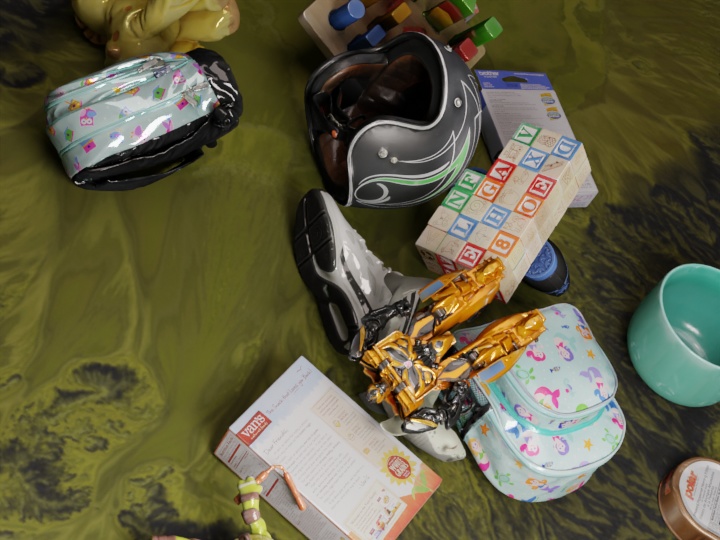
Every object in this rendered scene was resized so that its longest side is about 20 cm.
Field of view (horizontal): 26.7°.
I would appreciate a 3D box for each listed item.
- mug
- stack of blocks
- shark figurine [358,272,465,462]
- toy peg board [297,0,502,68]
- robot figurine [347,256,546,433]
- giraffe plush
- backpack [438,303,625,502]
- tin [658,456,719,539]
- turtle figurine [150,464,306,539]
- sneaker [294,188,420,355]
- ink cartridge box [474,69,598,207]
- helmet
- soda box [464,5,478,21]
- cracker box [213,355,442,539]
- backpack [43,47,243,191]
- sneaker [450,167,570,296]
[{"bbox_3d":[0.409,0.092,1.811,0.184,0.115,0.153,26,48,-7],"label":"mug"},{"bbox_3d":[0.168,-0.074,1.773,0.115,0.059,0.201,24,70,32],"label":"stack of blocks"},{"bbox_3d":[0.031,0.106,1.606,0.128,0.089,0.216,-6,80,-43],"label":"shark figurine"},{"bbox_3d":[0.063,-0.305,1.882,0.200,0.098,0.199,51,59,-12],"label":"toy peg board"},{"bbox_3d":[0.086,0.074,1.545,0.199,0.058,0.145,-33,77,-25],"label":"robot figurine"},{"bbox_3d":[-0.266,-0.307,1.777,0.200,0.173,0.162,-42,66,-6],"label":"giraffe plush"},{"bbox_3d":[0.192,0.143,1.654,0.176,0.151,0.201,-11,66,-33],"label":"backpack"},{"bbox_3d":[0.434,0.289,1.729,0.199,0.042,0.112,31,44,-2],"label":"tin"},{"bbox_3d":[-0.114,0.290,1.433,0.160,0.064,0.202,-6,81,-17],"label":"turtle figurine"},{"bbox_3d":[0.000,0.000,1.720,0.115,0.076,0.202,-2,65,-37],"label":"sneaker"},{"bbox_3d":[0.219,-0.171,1.962,0.118,0.042,0.201,-2,60,-27],"label":"ink cartridge box"},{"bbox_3d":[0.047,-0.172,1.765,0.189,0.200,0.201,-18,64,-15],"label":"helmet"},{"bbox_3d":[0.054,-0.342,1.984,0.199,0.063,0.069,-15,81,-34],"label":"soda box"},{"bbox_3d":[-0.033,0.201,1.554,0.200,0.058,0.134,41,47,6],"label":"cracker box"},{"bbox_3d":[-0.244,-0.167,1.659,0.199,0.167,0.127,-23,84,-20],"label":"backpack"},{"bbox_3d":[0.181,-0.042,1.838,0.200,0.070,0.078,54,6,37],"label":"sneaker"}]
